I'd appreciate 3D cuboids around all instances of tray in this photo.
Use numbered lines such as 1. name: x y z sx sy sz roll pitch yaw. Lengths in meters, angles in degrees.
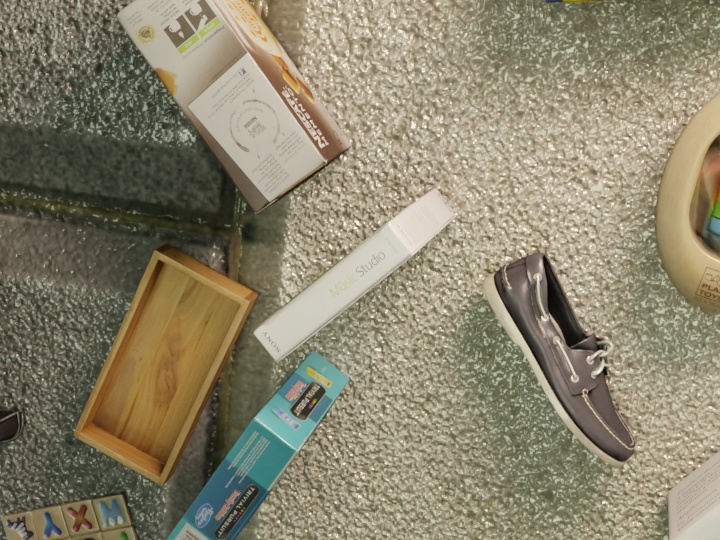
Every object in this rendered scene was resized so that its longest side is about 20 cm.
1. tray: -0.181 0.087 1.358 0.098 0.037 0.201 28 107 5

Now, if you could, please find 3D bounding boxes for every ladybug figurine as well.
1. ladybug figurine: 0.311 -0.061 1.200 0.135 0.072 0.201 19 105 7

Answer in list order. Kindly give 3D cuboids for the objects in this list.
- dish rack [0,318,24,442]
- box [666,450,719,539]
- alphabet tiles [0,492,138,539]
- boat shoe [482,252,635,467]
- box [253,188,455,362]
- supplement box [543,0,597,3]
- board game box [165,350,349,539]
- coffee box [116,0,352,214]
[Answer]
1. dish rack: -0.403 0.070 1.395 0.152 0.055 0.202 2 101 10
2. box: 0.389 0.219 1.214 0.199 0.131 0.200 -42 92 17
3. alphabet tiles: -0.300 0.314 1.449 0.199 0.008 0.168 -13 100 14
4. boat shoe: 0.183 0.075 1.258 0.063 0.073 0.201 -35 89 20
5. box: 0.000 0.000 1.214 0.144 0.200 0.036 -39 89 18
6. supplement box: 0.245 -0.269 1.149 0.198 0.110 0.110 -1 102 12
7. board game box: -0.087 0.165 1.269 0.047 0.200 0.151 37 107 2
8. coffee box: -0.103 -0.158 1.246 0.080 0.114 0.201 -35 93 16
